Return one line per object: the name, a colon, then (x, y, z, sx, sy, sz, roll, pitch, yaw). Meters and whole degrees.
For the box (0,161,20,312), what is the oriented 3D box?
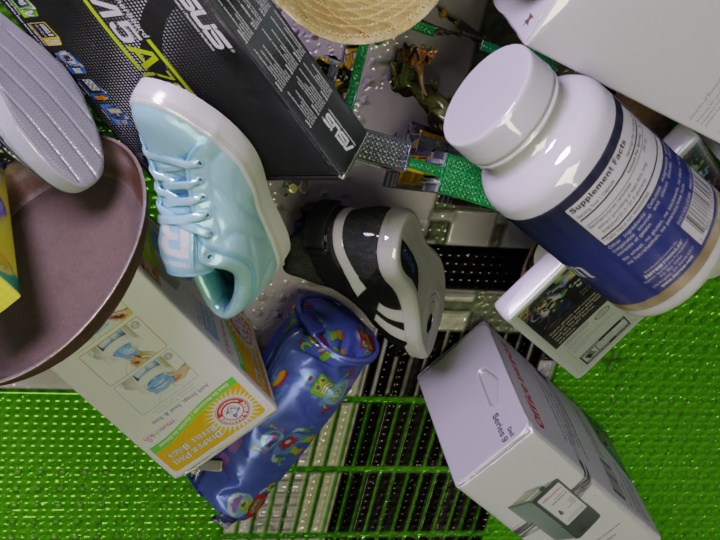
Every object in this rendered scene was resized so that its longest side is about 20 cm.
box: (-0.281, -0.044, 1.004, 0.048, 0.201, 0.117, -35, 127, 10)

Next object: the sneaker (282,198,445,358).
sneaker: (0.000, 0.000, 1.210, 0.111, 0.074, 0.200, 11, 155, 17)

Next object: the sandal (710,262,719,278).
sandal: (0.308, -0.043, 1.226, 0.083, 0.050, 0.202, -48, 165, 33)

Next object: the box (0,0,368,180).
box: (-0.120, -0.139, 1.009, 0.200, 0.192, 0.048, 52, 58, -37)

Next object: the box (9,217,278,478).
box: (-0.165, 0.044, 1.154, 0.101, 0.113, 0.200, -34, 127, 9)

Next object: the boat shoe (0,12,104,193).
boat shoe: (-0.254, -0.128, 1.028, 0.071, 0.072, 0.200, -28, 108, 38)

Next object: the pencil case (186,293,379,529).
pencil case: (-0.070, 0.114, 1.251, 0.086, 0.078, 0.201, 9, 123, -52)

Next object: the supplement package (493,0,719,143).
supplement package: (0.204, -0.196, 1.090, 0.199, 0.122, 0.120, 20, 117, -28)

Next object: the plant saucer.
plant saucer: (-0.220, -0.003, 1.054, 0.199, 0.201, 0.032, -35, 134, 9)

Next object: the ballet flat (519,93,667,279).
ballet flat: (0.177, -0.050, 1.210, 0.068, 0.072, 0.201, 37, 121, 14)

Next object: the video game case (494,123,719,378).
video game case: (0.212, -0.010, 1.226, 0.200, 0.023, 0.182, -44, 149, 6)

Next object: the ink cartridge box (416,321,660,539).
ink cartridge box: (0.150, 0.158, 1.307, 0.084, 0.146, 0.200, -39, 125, 14)

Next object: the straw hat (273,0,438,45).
straw hat: (-0.022, -0.249, 1.006, 0.200, 0.085, 0.203, -7, 102, -37)

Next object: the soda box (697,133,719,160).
soda box: (0.315, -0.090, 1.147, 0.068, 0.201, 0.064, 18, 117, -27)

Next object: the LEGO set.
LEGO set: (0.034, -0.121, 1.124, 0.198, 0.116, 0.156, 6, 93, -24)

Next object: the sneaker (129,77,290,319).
sneaker: (-0.106, -0.040, 1.027, 0.073, 0.082, 0.201, 9, 148, 32)

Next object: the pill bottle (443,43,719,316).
pill bottle: (0.154, -0.064, 1.059, 0.199, 0.111, 0.111, 37, 108, -26)
